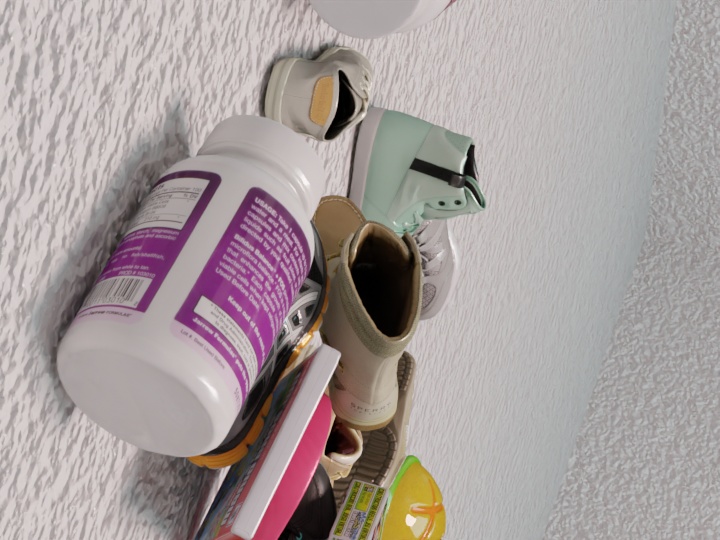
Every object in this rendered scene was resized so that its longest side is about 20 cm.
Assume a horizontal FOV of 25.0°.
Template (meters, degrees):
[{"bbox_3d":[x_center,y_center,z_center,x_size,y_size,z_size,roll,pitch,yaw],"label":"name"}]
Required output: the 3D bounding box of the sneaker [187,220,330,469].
[{"bbox_3d":[-0.080,0.037,1.145,0.077,0.077,0.202,60,44,-56],"label":"sneaker"}]

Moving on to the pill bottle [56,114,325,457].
[{"bbox_3d":[-0.094,0.003,0.985,0.113,0.111,0.201,86,24,-50],"label":"pill bottle"}]

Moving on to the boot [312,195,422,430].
[{"bbox_3d":[0.000,0.000,1.234,0.155,0.071,0.202,103,-21,-59],"label":"boot"}]

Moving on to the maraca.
[{"bbox_3d":[0.034,0.286,1.712,0.137,0.106,0.202,-46,148,-48],"label":"maraca"}]

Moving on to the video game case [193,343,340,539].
[{"bbox_3d":[-0.072,0.136,1.180,0.144,0.017,0.200,-64,-174,-18],"label":"video game case"}]

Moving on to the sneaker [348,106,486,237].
[{"bbox_3d":[0.049,-0.039,1.452,0.074,0.117,0.202,-54,155,-57],"label":"sneaker"}]

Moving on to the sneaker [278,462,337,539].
[{"bbox_3d":[-0.073,0.251,1.356,0.079,0.075,0.202,41,64,-71],"label":"sneaker"}]

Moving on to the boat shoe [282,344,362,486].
[{"bbox_3d":[-0.032,0.151,1.422,0.201,0.068,0.074,89,22,-44],"label":"boat shoe"}]

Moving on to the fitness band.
[{"bbox_3d":[-0.075,0.176,1.249,0.201,0.037,0.144,-59,-176,30],"label":"fitness band"}]

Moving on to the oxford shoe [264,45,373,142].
[{"bbox_3d":[-0.017,-0.133,1.248,0.200,0.057,0.076,-26,126,-73],"label":"oxford shoe"}]

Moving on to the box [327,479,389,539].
[{"bbox_3d":[-0.017,0.292,1.382,0.110,0.034,0.202,-63,164,-57],"label":"box"}]

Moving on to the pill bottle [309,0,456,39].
[{"bbox_3d":[0.033,-0.245,1.219,0.200,0.113,0.115,-48,149,-61],"label":"pill bottle"}]

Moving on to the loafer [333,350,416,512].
[{"bbox_3d":[0.014,0.171,1.597,0.069,0.075,0.201,76,31,-49],"label":"loafer"}]

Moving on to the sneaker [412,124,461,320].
[{"bbox_3d":[0.049,-0.039,1.579,0.082,0.074,0.202,-34,131,-48],"label":"sneaker"}]
